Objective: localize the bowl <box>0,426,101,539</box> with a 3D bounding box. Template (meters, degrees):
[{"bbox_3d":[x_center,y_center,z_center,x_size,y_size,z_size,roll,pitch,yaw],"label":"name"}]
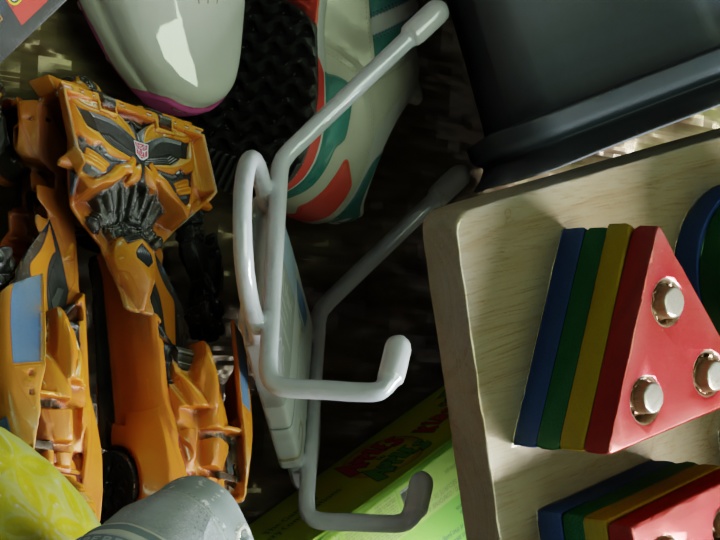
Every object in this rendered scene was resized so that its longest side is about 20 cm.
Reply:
[{"bbox_3d":[-0.163,0.146,0.639,0.199,0.108,0.201,-4,111,-9],"label":"bowl"}]

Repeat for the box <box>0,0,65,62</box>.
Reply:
[{"bbox_3d":[-0.201,-0.092,0.713,0.200,0.040,0.137,-50,123,-31],"label":"box"}]

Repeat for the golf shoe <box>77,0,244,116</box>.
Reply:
[{"bbox_3d":[-0.067,-0.160,0.801,0.075,0.091,0.201,-13,98,-44],"label":"golf shoe"}]

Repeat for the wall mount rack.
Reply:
[{"bbox_3d":[0.000,0.000,0.830,0.200,0.074,0.174,79,13,-58],"label":"wall mount rack"}]

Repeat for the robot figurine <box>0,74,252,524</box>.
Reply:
[{"bbox_3d":[-0.092,0.018,0.770,0.145,0.058,0.201,15,61,-46],"label":"robot figurine"}]

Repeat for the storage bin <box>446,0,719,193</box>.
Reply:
[{"bbox_3d":[0.095,-0.119,0.879,0.145,0.200,0.135,-21,92,1],"label":"storage bin"}]

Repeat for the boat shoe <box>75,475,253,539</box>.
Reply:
[{"bbox_3d":[-0.045,0.155,0.649,0.071,0.070,0.201,-40,132,-48],"label":"boat shoe"}]

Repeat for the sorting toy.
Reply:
[{"bbox_3d":[0.130,0.055,0.819,0.200,0.069,0.200,-17,102,-41],"label":"sorting toy"}]

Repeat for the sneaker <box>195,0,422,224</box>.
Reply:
[{"bbox_3d":[-0.009,-0.114,0.886,0.093,0.070,0.201,32,66,-57],"label":"sneaker"}]

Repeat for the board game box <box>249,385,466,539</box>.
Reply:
[{"bbox_3d":[0.035,0.119,0.929,0.200,0.048,0.102,-33,112,-38],"label":"board game box"}]
